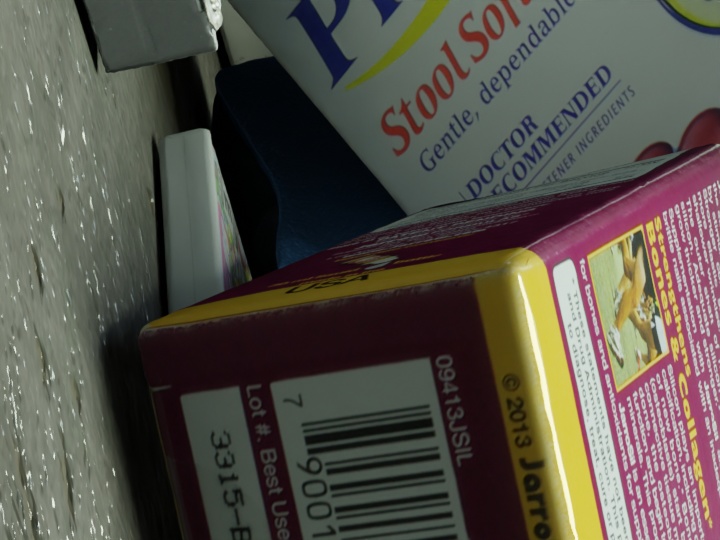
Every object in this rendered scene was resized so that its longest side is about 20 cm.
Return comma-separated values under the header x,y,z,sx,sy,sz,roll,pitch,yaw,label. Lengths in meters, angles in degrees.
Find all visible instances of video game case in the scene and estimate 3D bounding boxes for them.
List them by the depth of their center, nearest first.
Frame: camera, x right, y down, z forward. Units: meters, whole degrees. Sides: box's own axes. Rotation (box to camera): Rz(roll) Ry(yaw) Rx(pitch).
x,y,z,sx,sy,sz,roll,pitch,yaw,label
-0.028,0.077,0.807,0.144,0.018,0.201,-98,176,-49,video game case

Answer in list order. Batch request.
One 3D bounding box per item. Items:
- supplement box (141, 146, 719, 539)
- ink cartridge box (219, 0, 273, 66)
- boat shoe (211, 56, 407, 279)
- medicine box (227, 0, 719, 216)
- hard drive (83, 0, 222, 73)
x,y,z,sx,sy,sz,roll,pitch,yaw,label
0.039,0.050,0.698,0.200,0.103,0.132,-22,101,-66,supplement box
-0.020,-0.134,1.113,0.201,0.084,0.147,75,5,-46,ink cartridge box
0.000,0.000,0.904,0.200,0.084,0.069,-108,-163,-53,boat shoe
0.080,-0.096,0.840,0.200,0.182,0.103,49,30,15,medicine box
-0.072,-0.168,0.739,0.201,0.038,0.140,-96,174,-52,hard drive
